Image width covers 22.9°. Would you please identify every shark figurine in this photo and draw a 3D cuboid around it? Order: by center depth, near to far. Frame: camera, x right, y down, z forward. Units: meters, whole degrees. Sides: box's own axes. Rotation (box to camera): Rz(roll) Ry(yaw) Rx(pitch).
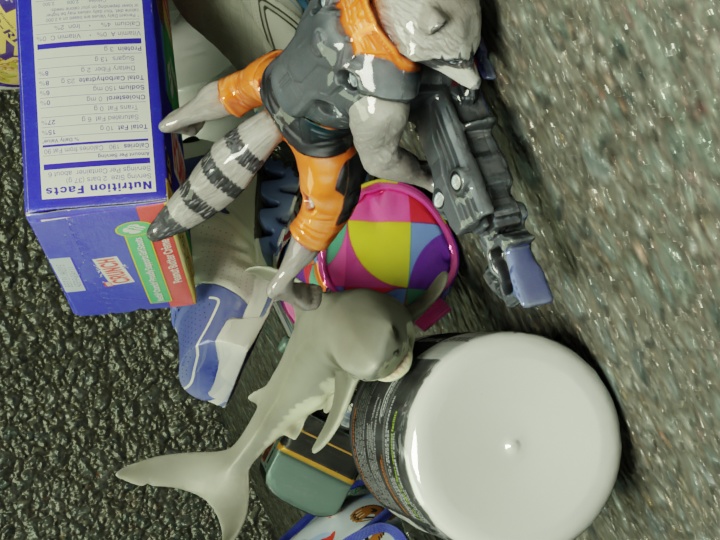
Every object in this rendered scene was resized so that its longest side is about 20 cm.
[{"bbox_3d":[-0.038,0.043,0.921,0.089,0.128,0.214,40,136,-7],"label":"shark figurine"}]

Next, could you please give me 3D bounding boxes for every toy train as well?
[{"bbox_3d":[-0.032,0.108,1.298,0.085,0.114,0.200,28,180,-10],"label":"toy train"}]

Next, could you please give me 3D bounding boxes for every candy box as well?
[{"bbox_3d":[-0.137,-0.095,0.952,0.169,0.077,0.200,95,170,-72],"label":"candy box"}]

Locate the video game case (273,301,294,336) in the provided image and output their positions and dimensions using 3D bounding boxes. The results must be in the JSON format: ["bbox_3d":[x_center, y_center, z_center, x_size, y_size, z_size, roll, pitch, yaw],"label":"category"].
[{"bbox_3d":[-0.077,-0.021,1.531,0.182,0.023,0.200,63,169,11],"label":"video game case"}]

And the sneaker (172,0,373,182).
[{"bbox_3d":[-0.039,-0.121,1.045,0.072,0.073,0.200,11,143,45],"label":"sneaker"}]

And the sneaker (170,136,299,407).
[{"bbox_3d":[-0.106,-0.013,1.081,0.200,0.115,0.081,-81,11,-46],"label":"sneaker"}]

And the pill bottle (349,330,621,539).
[{"bbox_3d":[0.053,0.084,0.905,0.106,0.106,0.200,65,169,-3],"label":"pill bottle"}]

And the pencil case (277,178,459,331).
[{"bbox_3d":[0.000,0.000,1.046,0.089,0.088,0.200,65,171,-2],"label":"pencil case"}]

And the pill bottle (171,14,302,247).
[{"bbox_3d":[-0.099,-0.077,1.275,0.110,0.109,0.200,54,165,47],"label":"pill bottle"}]

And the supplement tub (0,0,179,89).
[{"bbox_3d":[-0.203,-0.211,1.207,0.200,0.145,0.146,-12,106,47],"label":"supplement tub"}]

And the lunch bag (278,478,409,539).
[{"bbox_3d":[0.015,0.247,1.239,0.200,0.124,0.170,-31,-82,-58],"label":"lunch bag"}]

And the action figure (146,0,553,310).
[{"bbox_3d":[-0.003,-0.054,0.779,0.193,0.104,0.200,-46,61,43],"label":"action figure"}]

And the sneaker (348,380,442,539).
[{"bbox_3d":[0.055,0.132,1.136,0.079,0.074,0.200,62,180,-41],"label":"sneaker"}]
